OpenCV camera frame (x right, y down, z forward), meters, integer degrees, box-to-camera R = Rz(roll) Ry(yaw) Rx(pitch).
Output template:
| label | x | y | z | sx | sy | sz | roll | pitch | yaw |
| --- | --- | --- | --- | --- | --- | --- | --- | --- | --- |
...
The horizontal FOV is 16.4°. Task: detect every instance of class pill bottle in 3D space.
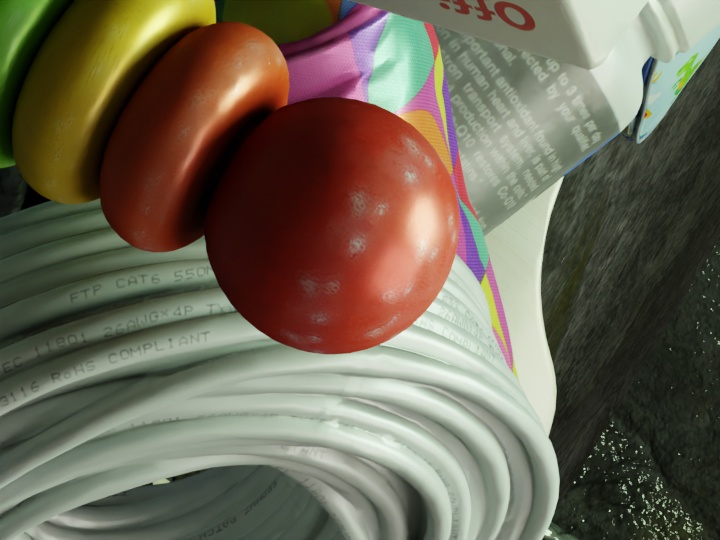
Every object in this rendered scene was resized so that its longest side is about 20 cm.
| label | x | y | z | sx | sy | sz | roll | pitch | yaw |
| --- | --- | --- | --- | --- | --- | --- | --- | --- | --- |
| pill bottle | 0.024 | -0.068 | 0.861 | 0.200 | 0.114 | 0.114 | -37 | 167 | 0 |

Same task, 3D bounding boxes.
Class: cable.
| label | x | y | z | sx | sy | sz | roll | pitch | yaw |
| --- | --- | --- | --- | --- | --- | --- | --- | --- | --- |
| cable | -0.052 | 0.057 | 0.652 | 0.199 | 0.069 | 0.200 | 5 | 140 | -26 |

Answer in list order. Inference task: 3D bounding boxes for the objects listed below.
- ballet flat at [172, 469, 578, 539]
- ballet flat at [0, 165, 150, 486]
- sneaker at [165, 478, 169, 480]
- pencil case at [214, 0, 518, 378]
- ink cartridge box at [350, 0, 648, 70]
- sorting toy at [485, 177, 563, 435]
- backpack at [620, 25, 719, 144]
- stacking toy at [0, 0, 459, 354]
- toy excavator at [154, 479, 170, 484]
| label | x | y | z | sx | sy | sz | roll | pitch | yaw |
| --- | --- | --- | --- | --- | --- | --- | --- | --- | --- |
| ballet flat | 0.010 | 0.082 | 0.856 | 0.200 | 0.057 | 0.067 | 20 | 71 | -49 |
| ballet flat | -0.096 | 0.036 | 0.731 | 0.057 | 0.066 | 0.201 | -72 | 168 | -63 |
| sneaker | -0.033 | 0.010 | 1.114 | 0.200 | 0.070 | 0.093 | -51 | -177 | 2 |
| pencil case | 0.000 | 0.000 | 0.736 | 0.088 | 0.088 | 0.200 | -46 | 133 | -41 |
| ink cartridge box | 0.021 | -0.154 | 0.616 | 0.125 | 0.128 | 0.200 | -53 | 141 | -20 |
| sorting toy | -0.001 | -0.026 | 0.962 | 0.107 | 0.200 | 0.180 | 18 | 102 | -54 |
| backpack | 0.097 | -0.164 | 1.005 | 0.183 | 0.147 | 0.200 | -57 | 163 | -18 |
| stacking toy | -0.067 | -0.049 | 0.540 | 0.085 | 0.200 | 0.085 | -52 | 166 | -19 |
| toy excavator | -0.144 | 0.161 | 0.995 | 0.200 | 0.100 | 0.194 | -57 | 167 | -6 |
